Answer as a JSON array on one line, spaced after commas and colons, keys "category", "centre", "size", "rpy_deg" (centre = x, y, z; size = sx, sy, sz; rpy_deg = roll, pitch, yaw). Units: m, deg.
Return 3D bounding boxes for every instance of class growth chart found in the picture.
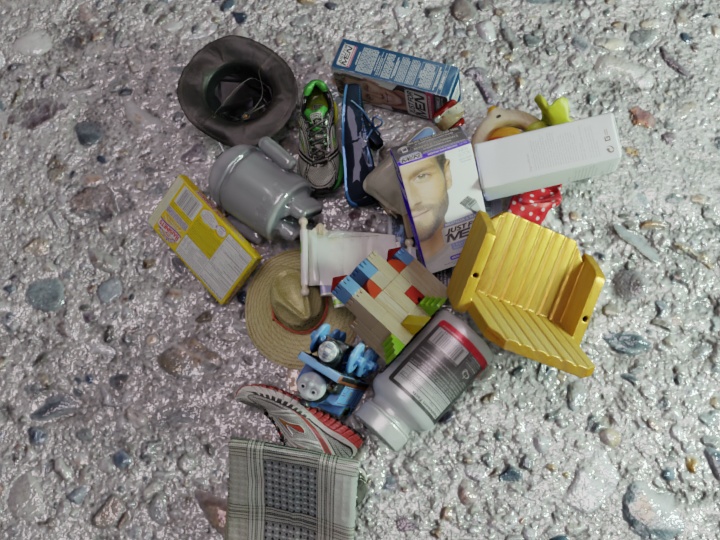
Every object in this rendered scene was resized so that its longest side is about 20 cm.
[{"category": "growth chart", "centre": [0.000, 0.000, 1.446], "size": [0.200, 0.018, 0.145], "rpy_deg": [9, 68, -14]}]

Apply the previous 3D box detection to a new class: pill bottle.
[{"category": "pill bottle", "centre": [0.088, 0.162, 1.386], "size": [0.111, 0.111, 0.200], "rpy_deg": [41, 80, 18]}]

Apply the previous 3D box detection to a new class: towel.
[{"category": "towel", "centre": [-0.099, 0.334, 1.330], "size": [0.192, 0.035, 0.200], "rpy_deg": [9, 113, 10]}]

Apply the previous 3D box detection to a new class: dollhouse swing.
[{"category": "dollhouse swing", "centre": [0.251, 0.028, 1.332], "size": [0.200, 0.176, 0.182], "rpy_deg": [21, 91, -15]}]

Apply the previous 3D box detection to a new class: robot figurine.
[{"category": "robot figurine", "centre": [-0.158, -0.125, 1.514], "size": [0.200, 0.113, 0.170], "rpy_deg": [34, 112, 17]}]

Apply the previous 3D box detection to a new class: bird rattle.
[{"category": "bird rattle", "centre": [0.252, -0.177, 1.499], "size": [0.163, 0.113, 0.200], "rpy_deg": [19, 86, 11]}]

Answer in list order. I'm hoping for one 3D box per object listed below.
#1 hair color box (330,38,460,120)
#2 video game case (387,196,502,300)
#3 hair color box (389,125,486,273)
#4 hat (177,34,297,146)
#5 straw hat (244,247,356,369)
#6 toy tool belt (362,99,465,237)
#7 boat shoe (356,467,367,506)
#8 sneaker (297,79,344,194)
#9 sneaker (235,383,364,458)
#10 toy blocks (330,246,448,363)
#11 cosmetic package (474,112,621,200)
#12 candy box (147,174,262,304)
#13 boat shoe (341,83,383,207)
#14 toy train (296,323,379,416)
[{"category": "hair color box", "centre": [0.059, -0.306, 1.559], "size": [0.200, 0.100, 0.061], "rpy_deg": [18, 74, 13]}, {"category": "video game case", "centre": [0.133, -0.049, 1.502], "size": [0.182, 0.023, 0.200], "rpy_deg": [-1, 72, 6]}, {"category": "hair color box", "centre": [0.122, -0.100, 1.404], "size": [0.109, 0.200, 0.065], "rpy_deg": [-18, 35, 1]}, {"category": "hat", "centre": [-0.199, -0.288, 1.597], "size": [0.200, 0.081, 0.201], "rpy_deg": [-1, 79, 4]}, {"category": "straw hat", "centre": [-0.097, 0.045, 1.463], "size": [0.201, 0.085, 0.201], "rpy_deg": [-2, 70, 6]}, {"category": "toy tool belt", "centre": [0.111, -0.155, 1.481], "size": [0.200, 0.125, 0.123], "rpy_deg": [-44, 100, -9]}, {"category": "boat shoe", "centre": [-0.089, 0.316, 1.362], "size": [0.200, 0.067, 0.057], "rpy_deg": [-8, 26, 12]}, {"category": "sneaker", "centre": [-0.073, -0.216, 1.552], "size": [0.078, 0.085, 0.200], "rpy_deg": [-8, 71, 4]}, {"category": "sneaker", "centre": [-0.098, 0.228, 1.400], "size": [0.200, 0.078, 0.082], "rpy_deg": [28, 82, 11]}, {"category": "toy blocks", "centre": [0.037, 0.035, 1.377], "size": [0.137, 0.100, 0.200], "rpy_deg": [43, 43, 4]}, {"category": "cosmetic package", "centre": [0.269, -0.164, 1.389], "size": [0.200, 0.102, 0.074], "rpy_deg": [-11, 82, 8]}, {"category": "candy box", "centre": [-0.250, -0.050, 1.525], "size": [0.200, 0.026, 0.102], "rpy_deg": [46, 114, 18]}, {"category": "boat shoe", "centre": [0.006, -0.202, 1.545], "size": [0.069, 0.084, 0.200], "rpy_deg": [-4, 91, 3]}, {"category": "toy train", "centre": [-0.036, 0.146, 1.365], "size": [0.087, 0.200, 0.114], "rpy_deg": [28, 87, 15]}]
